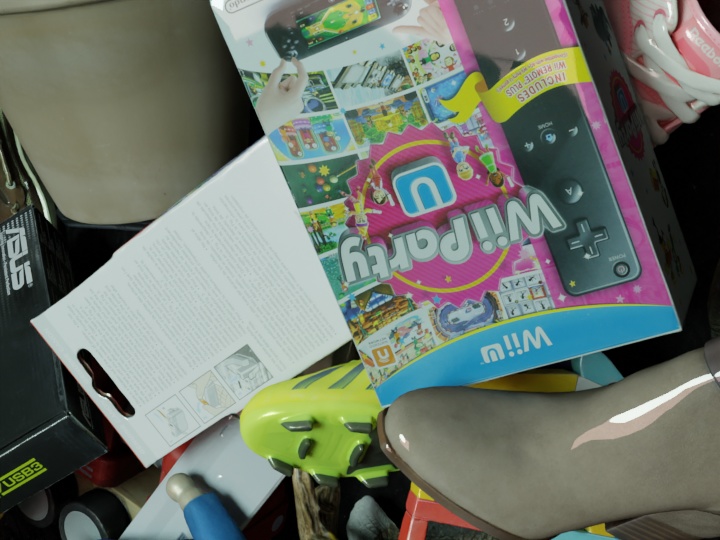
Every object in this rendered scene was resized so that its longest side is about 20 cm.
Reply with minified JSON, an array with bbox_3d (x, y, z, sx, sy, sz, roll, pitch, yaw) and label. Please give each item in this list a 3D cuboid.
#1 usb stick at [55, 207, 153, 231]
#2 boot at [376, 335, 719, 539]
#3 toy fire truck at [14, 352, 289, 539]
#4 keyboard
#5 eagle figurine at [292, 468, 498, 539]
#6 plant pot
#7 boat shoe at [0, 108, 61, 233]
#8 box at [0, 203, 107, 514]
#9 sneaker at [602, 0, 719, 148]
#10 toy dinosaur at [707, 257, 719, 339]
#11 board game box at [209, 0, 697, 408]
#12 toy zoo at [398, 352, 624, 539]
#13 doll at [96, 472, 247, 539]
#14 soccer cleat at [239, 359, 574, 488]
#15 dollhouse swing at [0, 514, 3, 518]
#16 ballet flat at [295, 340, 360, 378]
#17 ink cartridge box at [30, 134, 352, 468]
[{"bbox_3d":[-0.106,-0.041,0.800,0.199,0.055,0.033,4,109,30],"label":"usb stick"},{"bbox_3d":[0.127,0.062,0.535,0.146,0.199,0.071,-41,41,38],"label":"boot"},{"bbox_3d":[-0.116,0.086,0.804,0.175,0.128,0.201,29,122,25],"label":"toy fire truck"},{"bbox_3d":[-0.110,0.159,0.746,0.056,0.011,0.200,44,116,13],"label":"keyboard"},{"bbox_3d":[0.065,0.176,0.704,0.199,0.152,0.152,-2,142,2],"label":"eagle figurine"},{"bbox_3d":[-0.139,-0.128,0.746,0.199,0.200,0.175,5,116,32],"label":"plant pot"},{"bbox_3d":[-0.267,-0.066,0.888,0.074,0.075,0.204,-9,92,33],"label":"boat shoe"},{"bbox_3d":[-0.256,0.077,0.769,0.193,0.048,0.200,-32,42,7],"label":"box"},{"bbox_3d":[0.118,-0.081,0.587,0.075,0.105,0.201,35,91,-19],"label":"sneaker"},{"bbox_3d":[0.213,0.000,0.607,0.102,0.077,0.201,40,122,34],"label":"toy dinosaur"},{"bbox_3d":[0.044,-0.056,0.556,0.147,0.064,0.201,-18,103,25],"label":"board game box"},{"bbox_3d":[0.085,0.129,0.620,0.130,0.020,0.201,12,91,-10],"label":"toy zoo"},{"bbox_3d":[-0.104,0.182,0.705,0.199,0.048,0.137,-5,74,32],"label":"doll"},{"bbox_3d":[0.031,0.059,0.665,0.065,0.199,0.084,102,156,-50],"label":"soccer cleat"},{"bbox_3d":[-0.309,0.108,0.837,0.176,0.181,0.201,111,162,-44],"label":"dollhouse swing"},{"bbox_3d":[0.000,0.000,0.733,0.072,0.072,0.202,22,109,28],"label":"ballet flat"},{"bbox_3d":[-0.067,0.010,0.672,0.200,0.050,0.109,-34,98,23],"label":"ink cartridge box"}]
